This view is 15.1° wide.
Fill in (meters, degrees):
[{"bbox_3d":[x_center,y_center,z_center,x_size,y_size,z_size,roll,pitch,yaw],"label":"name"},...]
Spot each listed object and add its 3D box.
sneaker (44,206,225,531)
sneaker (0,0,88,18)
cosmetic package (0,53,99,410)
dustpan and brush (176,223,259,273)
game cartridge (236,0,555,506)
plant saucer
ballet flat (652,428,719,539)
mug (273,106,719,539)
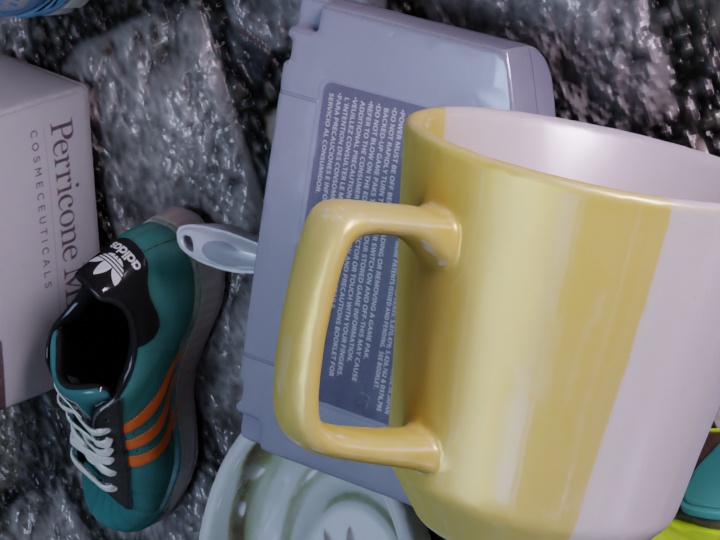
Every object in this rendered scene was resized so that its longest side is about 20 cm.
[{"bbox_3d":[-0.127,0.059,1.376,0.071,0.080,0.200,39,134,31],"label":"sneaker"},{"bbox_3d":[-0.175,-0.211,1.295,0.078,0.090,0.201,17,119,44],"label":"sneaker"},{"bbox_3d":[-0.259,-0.015,1.400,0.165,0.200,0.165,23,124,43],"label":"cosmetic package"},{"bbox_3d":[0.000,0.000,1.214,0.200,0.057,0.140,19,121,44],"label":"dustpan and brush"},{"bbox_3d":[0.017,-0.006,1.149,0.133,0.041,0.201,20,107,37],"label":"game cartridge"},{"bbox_3d":[-0.010,0.161,1.289,0.200,0.050,0.201,0,89,57],"label":"plant saucer"},{"bbox_3d":[0.143,0.096,1.101,0.200,0.067,0.067,1,129,53],"label":"ballet flat"},{"bbox_3d":[0.058,0.025,1.035,0.149,0.186,0.154,-103,24,-76],"label":"mug"}]
